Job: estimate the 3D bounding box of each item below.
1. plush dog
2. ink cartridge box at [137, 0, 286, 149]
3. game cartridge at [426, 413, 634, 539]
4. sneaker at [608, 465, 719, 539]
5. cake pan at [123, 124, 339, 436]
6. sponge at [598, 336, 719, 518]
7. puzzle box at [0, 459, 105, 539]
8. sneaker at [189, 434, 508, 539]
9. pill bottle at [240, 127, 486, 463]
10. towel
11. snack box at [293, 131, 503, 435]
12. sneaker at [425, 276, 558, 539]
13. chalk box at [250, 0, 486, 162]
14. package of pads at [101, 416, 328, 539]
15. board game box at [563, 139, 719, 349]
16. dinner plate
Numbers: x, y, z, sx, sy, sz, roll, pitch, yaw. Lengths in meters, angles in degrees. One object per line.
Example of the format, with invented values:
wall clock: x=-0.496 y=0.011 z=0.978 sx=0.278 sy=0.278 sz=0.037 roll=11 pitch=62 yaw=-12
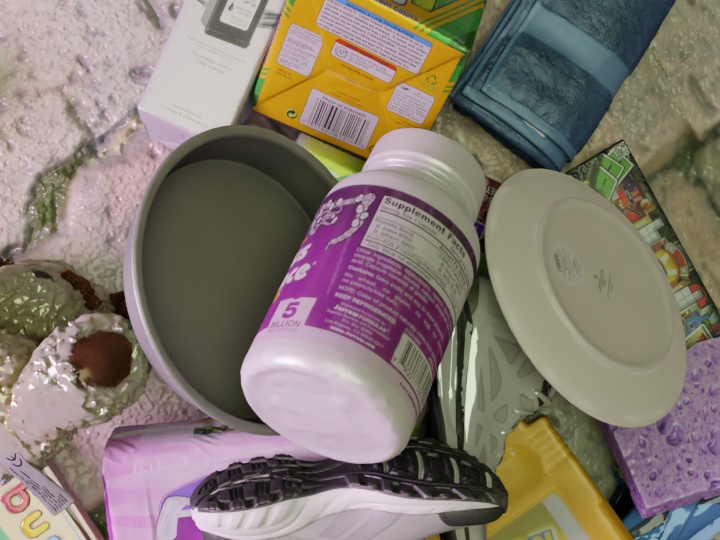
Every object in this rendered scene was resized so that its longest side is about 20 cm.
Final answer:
plush dog: x=-0.227 y=0.056 z=0.832 sx=0.198 sy=0.172 sz=0.162 roll=16 pitch=123 yaw=3
ink cartridge box: x=-0.088 y=-0.183 z=0.881 sx=0.066 sy=0.116 sz=0.202 roll=23 pitch=84 yaw=-4
game cartridge: x=0.116 y=0.229 z=0.892 sx=0.176 sy=0.032 sz=0.201 roll=-37 pitch=86 yaw=9
sneaker: x=0.247 y=0.158 z=0.926 sx=0.200 sy=0.066 sz=0.079 roll=-40 pitch=93 yaw=-7
cake pan: x=-0.072 y=0.007 z=0.796 sx=0.199 sy=0.037 sz=0.202 roll=13 pitch=71 yaw=-41
sponge: x=0.279 y=0.103 z=0.908 sx=0.198 sy=0.030 sz=0.112 roll=-15 pitch=61 yaw=-7
puzzle box: x=-0.292 y=0.156 z=0.882 sx=0.133 sy=0.025 sz=0.201 roll=-35 pitch=91 yaw=-8
sneaker: x=-0.005 y=0.157 z=0.777 sx=0.198 sy=0.074 sz=0.080 roll=-7 pitch=110 yaw=3
pill bottle: x=0.011 y=0.009 z=0.770 sx=0.112 sy=0.112 sz=0.201 roll=28 pitch=57 yaw=-5
towel: x=0.164 y=-0.181 z=0.945 sx=0.111 sy=0.049 sz=0.201 roll=34 pitch=83 yaw=-5
snack box: x=0.000 y=0.000 z=0.905 sx=0.167 sy=0.068 sz=0.202 roll=24 pitch=86 yaw=-6
sneaker: x=0.103 y=0.103 z=0.845 sx=0.114 sy=0.076 sz=0.203 roll=-2 pitch=87 yaw=-5
chalk box: x=0.019 y=-0.190 z=0.870 sx=0.123 sy=0.124 sz=0.201 roll=23 pitch=45 yaw=-5
package of pads: x=-0.072 y=0.161 z=0.839 sx=0.198 sy=0.076 sz=0.122 roll=-6 pitch=98 yaw=-4
board game box: x=0.208 y=0.011 z=0.953 sx=0.104 sy=0.023 sz=0.201 roll=-30 pitch=90 yaw=-6
dinner plate: x=0.168 y=0.012 z=0.864 sx=0.199 sy=0.024 sz=0.202 roll=21 pitch=51 yaw=-29
